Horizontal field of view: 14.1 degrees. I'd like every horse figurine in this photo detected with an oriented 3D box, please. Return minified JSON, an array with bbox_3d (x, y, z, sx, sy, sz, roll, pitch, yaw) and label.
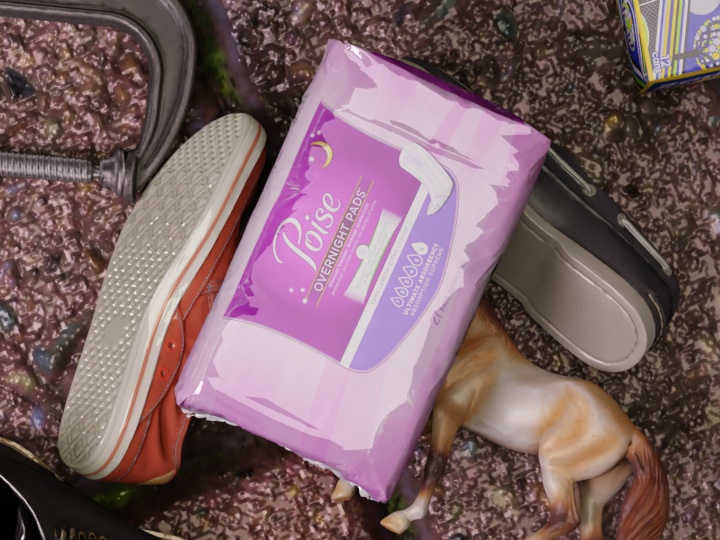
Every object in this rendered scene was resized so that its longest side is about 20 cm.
[{"bbox_3d":[0.077,0.087,1.452,0.199,0.050,0.133,27,83,20],"label":"horse figurine"}]

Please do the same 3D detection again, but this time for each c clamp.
[{"bbox_3d":[-0.183,-0.078,1.489,0.198,0.027,0.172,0,82,1],"label":"c clamp"}]

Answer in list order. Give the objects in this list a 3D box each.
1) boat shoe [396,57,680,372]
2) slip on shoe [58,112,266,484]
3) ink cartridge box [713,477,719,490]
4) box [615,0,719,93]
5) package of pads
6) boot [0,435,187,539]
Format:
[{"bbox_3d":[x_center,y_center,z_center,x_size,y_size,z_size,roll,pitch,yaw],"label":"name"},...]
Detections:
[{"bbox_3d":[0.084,-0.036,1.485,0.200,0.073,0.063,46,44,6],"label":"boat shoe"},{"bbox_3d":[-0.091,0.016,1.471,0.061,0.074,0.201,26,79,-34],"label":"slip on shoe"},{"bbox_3d":[0.265,0.092,1.401,0.145,0.200,0.084,-39,91,-3],"label":"ink cartridge box"},{"bbox_3d":[0.156,-0.197,1.480,0.070,0.064,0.201,-11,87,-2],"label":"box"},{"bbox_3d":[0.000,0.000,1.409,0.120,0.076,0.201,24,91,0],"label":"package of pads"},{"bbox_3d":[-0.130,0.153,1.420,0.199,0.138,0.078,29,87,-1],"label":"boot"}]
